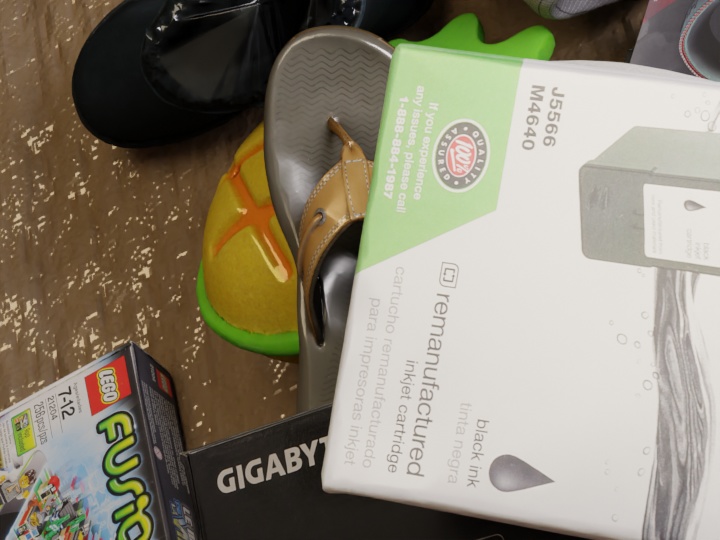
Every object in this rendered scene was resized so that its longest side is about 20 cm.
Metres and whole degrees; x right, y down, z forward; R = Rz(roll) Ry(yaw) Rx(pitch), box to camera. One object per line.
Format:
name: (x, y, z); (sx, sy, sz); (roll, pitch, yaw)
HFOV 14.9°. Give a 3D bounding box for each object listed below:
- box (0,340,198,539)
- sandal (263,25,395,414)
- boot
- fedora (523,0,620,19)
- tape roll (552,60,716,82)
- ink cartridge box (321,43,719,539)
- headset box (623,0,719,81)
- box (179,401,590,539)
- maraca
box: (-0.122, 0.138, 1.221); (0.110, 0.035, 0.201); (-29, 49, 16)
sandal: (0.000, 0.000, 1.102); (0.081, 0.055, 0.201); (1, 84, 1)
boot: (-0.070, -0.104, 1.254); (0.199, 0.168, 0.077); (-20, 94, 19)
fedora: (0.110, -0.175, 1.199); (0.200, 0.177, 0.090); (-33, 74, -2)
tape roll: (0.119, -0.013, 1.039); (0.202, 0.203, 0.037); (2, 63, 36)
ink cartridge box: (0.103, 0.016, 0.864); (0.199, 0.084, 0.146); (8, 86, 22)
headset box: (0.189, -0.065, 1.109); (0.199, 0.075, 0.149); (4, 64, 36)
box: (0.040, 0.134, 0.965); (0.199, 0.050, 0.199); (-19, 77, 31)
maraca: (0.009, -0.039, 1.201); (0.137, 0.107, 0.200); (18, 59, 41)
